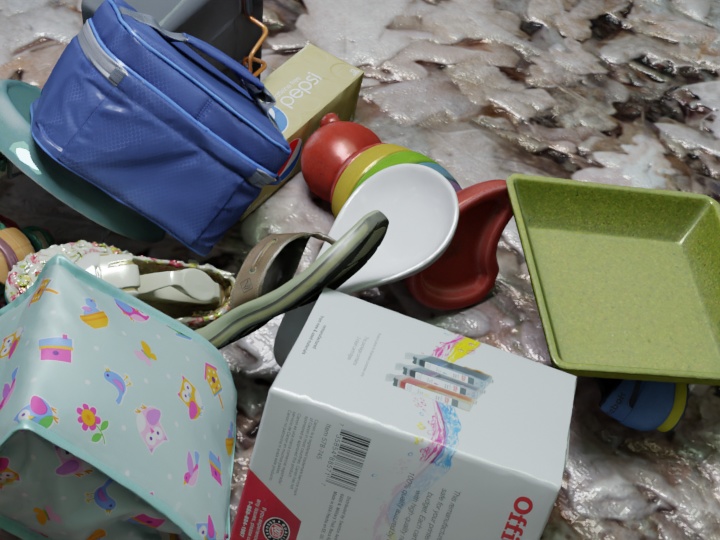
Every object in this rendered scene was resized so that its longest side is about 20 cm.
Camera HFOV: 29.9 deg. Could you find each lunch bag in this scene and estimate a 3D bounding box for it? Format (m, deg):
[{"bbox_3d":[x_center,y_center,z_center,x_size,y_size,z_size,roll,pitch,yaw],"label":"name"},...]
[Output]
[{"bbox_3d":[-0.147,-0.118,1.074,0.200,0.132,0.136,34,12,-27],"label":"lunch bag"},{"bbox_3d":[-0.169,0.115,0.935,0.200,0.122,0.171,36,33,-30],"label":"lunch bag"}]

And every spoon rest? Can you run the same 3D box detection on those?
[{"bbox_3d":[0.000,0.000,1.062,0.099,0.061,0.200,34,86,32],"label":"spoon rest"}]

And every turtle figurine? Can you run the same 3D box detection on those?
[{"bbox_3d":[-0.278,-0.012,1.053,0.150,0.101,0.200,43,29,3],"label":"turtle figurine"}]

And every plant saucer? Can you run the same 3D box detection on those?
[{"bbox_3d":[-0.235,-0.097,1.117,0.200,0.027,0.200,38,10,-8],"label":"plant saucer"},{"bbox_3d":[0.219,0.017,1.095,0.199,0.048,0.201,5,49,-16],"label":"plant saucer"}]

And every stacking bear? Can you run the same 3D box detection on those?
[{"bbox_3d":[0.024,-0.064,1.188,0.113,0.122,0.200,-16,41,-37],"label":"stacking bear"}]

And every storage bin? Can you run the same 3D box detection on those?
[{"bbox_3d":[-0.169,-0.201,1.219,0.145,0.200,0.134,29,56,15],"label":"storage bin"}]

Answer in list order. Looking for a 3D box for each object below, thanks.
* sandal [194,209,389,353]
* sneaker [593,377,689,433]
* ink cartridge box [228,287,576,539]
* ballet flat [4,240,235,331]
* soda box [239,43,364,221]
[{"bbox_3d":[-0.069,0.007,1.002,0.058,0.200,0.080,62,18,4],"label":"sandal"},{"bbox_3d":[0.223,0.046,1.145,0.078,0.066,0.201,16,45,-14],"label":"sneaker"},{"bbox_3d":[0.033,0.132,0.938,0.199,0.146,0.145,20,29,4],"label":"ink cartridge box"},{"bbox_3d":[-0.173,0.010,1.030,0.200,0.064,0.076,3,74,-47],"label":"ballet flat"},{"bbox_3d":[-0.077,-0.132,1.255,0.068,0.064,0.200,29,46,15],"label":"soda box"}]
